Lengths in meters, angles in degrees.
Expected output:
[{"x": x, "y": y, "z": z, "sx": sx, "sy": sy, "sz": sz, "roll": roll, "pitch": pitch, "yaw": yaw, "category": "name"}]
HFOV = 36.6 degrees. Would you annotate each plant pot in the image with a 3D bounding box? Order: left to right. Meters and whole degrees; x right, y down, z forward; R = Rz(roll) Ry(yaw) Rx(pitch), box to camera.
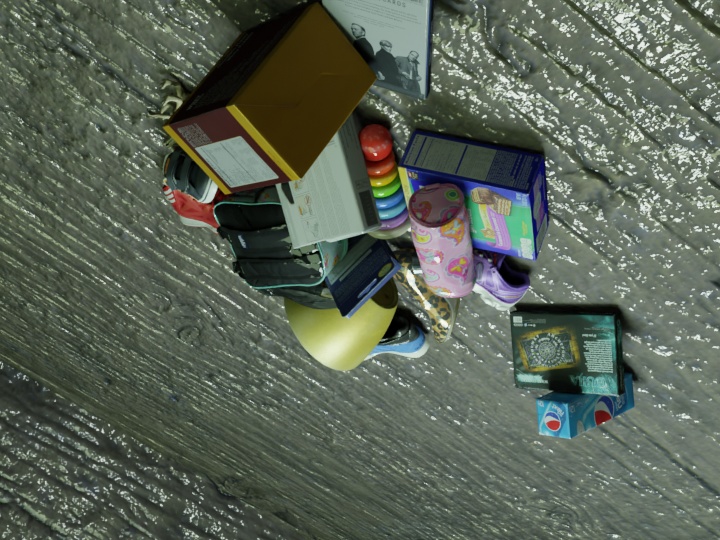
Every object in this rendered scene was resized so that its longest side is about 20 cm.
[{"x": -0.016, "y": 0.056, "z": 1.934, "sx": 0.200, "sy": 0.201, "sz": 0.142, "roll": 38, "pitch": 126, "yaw": -24, "category": "plant pot"}]

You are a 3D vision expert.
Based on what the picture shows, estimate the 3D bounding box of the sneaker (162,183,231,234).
[{"x": -0.275, "y": -0.127, "z": 1.917, "sx": 0.199, "sy": 0.079, "sz": 0.116, "roll": 1, "pitch": 145, "yaw": 36, "category": "sneaker"}]

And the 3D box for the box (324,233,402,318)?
[{"x": 0.000, "y": 0.000, "z": 1.757, "sx": 0.032, "sy": 0.121, "sz": 0.200, "roll": 41, "pitch": -170, "yaw": -26, "category": "box"}]

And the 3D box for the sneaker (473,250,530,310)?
[{"x": 0.189, "y": -0.015, "z": 1.765, "sx": 0.199, "sy": 0.081, "sz": 0.083, "roll": 26, "pitch": 136, "yaw": -17, "category": "sneaker"}]

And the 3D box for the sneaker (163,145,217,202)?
[{"x": -0.281, "y": -0.160, "z": 1.792, "sx": 0.079, "sy": 0.079, "sz": 0.200, "roll": 17, "pitch": -178, "yaw": -20, "category": "sneaker"}]

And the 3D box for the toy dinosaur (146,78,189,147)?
[{"x": -0.271, "y": -0.263, "z": 1.728, "sx": 0.101, "sy": 0.059, "sz": 0.199, "roll": 24, "pitch": 148, "yaw": -35, "category": "toy dinosaur"}]

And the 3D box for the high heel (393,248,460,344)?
[{"x": 0.102, "y": 0.045, "z": 1.902, "sx": 0.141, "sy": 0.072, "sz": 0.201, "roll": 13, "pitch": 134, "yaw": 9, "category": "high heel"}]

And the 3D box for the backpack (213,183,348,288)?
[{"x": -0.115, "y": -0.066, "z": 1.788, "sx": 0.199, "sy": 0.153, "sz": 0.177, "roll": 4, "pitch": 122, "yaw": 43, "category": "backpack"}]

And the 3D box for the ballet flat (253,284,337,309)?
[{"x": -0.107, "y": 0.024, "z": 1.861, "sx": 0.199, "sy": 0.057, "sz": 0.067, "roll": 14, "pitch": 156, "yaw": 36, "category": "ballet flat"}]

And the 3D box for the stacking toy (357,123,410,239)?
[{"x": 0.030, "y": -0.140, "z": 1.656, "sx": 0.085, "sy": 0.086, "sz": 0.201, "roll": 14, "pitch": 146, "yaw": 20, "category": "stacking toy"}]

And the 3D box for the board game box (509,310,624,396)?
[{"x": 0.346, "y": 0.137, "z": 1.829, "sx": 0.199, "sy": 0.137, "sz": 0.028, "roll": 0, "pitch": -173, "yaw": 39, "category": "board game box"}]

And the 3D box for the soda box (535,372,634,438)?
[{"x": 0.388, "y": 0.228, "z": 1.867, "sx": 0.068, "sy": 0.199, "sz": 0.065, "roll": 2, "pitch": 102, "yaw": 46, "category": "soda box"}]

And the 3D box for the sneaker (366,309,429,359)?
[{"x": 0.023, "y": 0.120, "z": 2.092, "sx": 0.199, "sy": 0.077, "sz": 0.111, "roll": 1, "pitch": 150, "yaw": 30, "category": "sneaker"}]

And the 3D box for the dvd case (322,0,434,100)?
[{"x": 0.022, "y": -0.313, "z": 1.421, "sx": 0.149, "sy": 0.025, "sz": 0.201, "roll": 19, "pitch": 151, "yaw": 12, "category": "dvd case"}]

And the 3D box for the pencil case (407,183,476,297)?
[{"x": 0.121, "y": -0.042, "z": 1.583, "sx": 0.087, "sy": 0.088, "sz": 0.200, "roll": 13, "pitch": 151, "yaw": 21, "category": "pencil case"}]

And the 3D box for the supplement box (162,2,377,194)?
[{"x": -0.123, "y": -0.227, "z": 1.464, "sx": 0.133, "sy": 0.198, "sz": 0.199, "roll": 47, "pitch": 152, "yaw": -25, "category": "supplement box"}]

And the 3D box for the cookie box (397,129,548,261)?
[{"x": 0.168, "y": -0.108, "z": 1.597, "sx": 0.199, "sy": 0.076, "sz": 0.172, "roll": 14, "pitch": 151, "yaw": 21, "category": "cookie box"}]

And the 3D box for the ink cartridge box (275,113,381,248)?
[{"x": -0.061, "y": -0.142, "z": 1.635, "sx": 0.173, "sy": 0.043, "sz": 0.202, "roll": -11, "pitch": 95, "yaw": 51, "category": "ink cartridge box"}]
